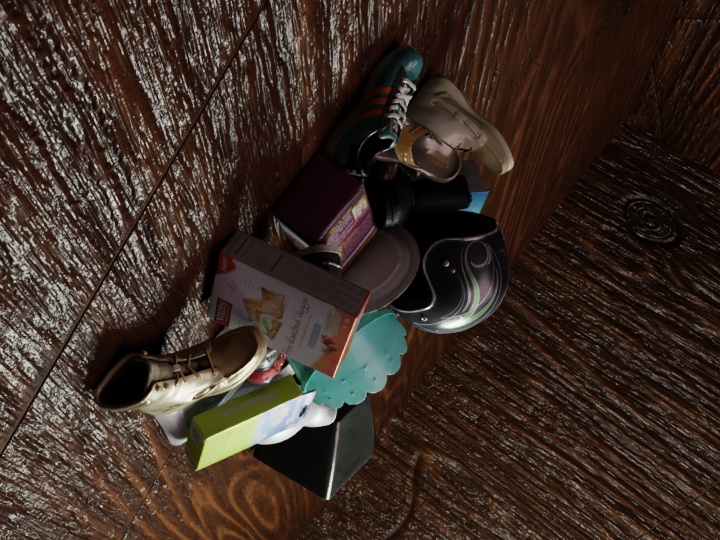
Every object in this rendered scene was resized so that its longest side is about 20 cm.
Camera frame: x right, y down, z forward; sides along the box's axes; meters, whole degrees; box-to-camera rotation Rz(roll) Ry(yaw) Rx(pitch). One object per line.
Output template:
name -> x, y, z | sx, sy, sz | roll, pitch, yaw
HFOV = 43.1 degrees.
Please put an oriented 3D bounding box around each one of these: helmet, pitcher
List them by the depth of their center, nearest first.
helmet -> 0.148, 0.009, 1.524 | 0.200, 0.200, 0.191 | -33, 129, -54
pitcher -> -0.166, 0.252, 1.663 | 0.200, 0.171, 0.121 | 5, 78, -56

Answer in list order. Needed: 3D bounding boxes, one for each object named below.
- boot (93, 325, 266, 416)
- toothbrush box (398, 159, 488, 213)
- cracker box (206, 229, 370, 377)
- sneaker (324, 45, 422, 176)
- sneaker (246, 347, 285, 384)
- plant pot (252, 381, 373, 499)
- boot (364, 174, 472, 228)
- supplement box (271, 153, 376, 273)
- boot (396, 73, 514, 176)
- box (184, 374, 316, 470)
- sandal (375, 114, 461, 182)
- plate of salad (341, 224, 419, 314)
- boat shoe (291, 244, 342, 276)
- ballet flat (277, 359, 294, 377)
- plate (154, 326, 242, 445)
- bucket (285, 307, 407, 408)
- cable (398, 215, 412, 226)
boot -> -0.230, 0.127, 1.181 | 0.200, 0.073, 0.155 | -26, 164, 8
toothbrush box -> 0.136, -0.107, 1.719 | 0.146, 0.085, 0.200 | -5, 142, -17
cracker box -> -0.100, 0.046, 1.228 | 0.058, 0.200, 0.134 | -59, 172, -45
sneaker -> 0.036, -0.218, 1.282 | 0.200, 0.080, 0.071 | -56, 145, 5
sneaker -> -0.131, 0.077, 1.421 | 0.098, 0.071, 0.200 | 89, 21, -46
plant pot -> -0.086, 0.330, 1.953 | 0.200, 0.199, 0.178 | -35, 144, -51
boot -> 0.097, -0.114, 1.456 | 0.198, 0.162, 0.073 | -125, -147, -76
supplement box -> -0.049, -0.074, 1.352 | 0.110, 0.086, 0.200 | -52, 165, -8
boot -> 0.139, -0.197, 1.472 | 0.155, 0.200, 0.072 | -47, -171, -21
box -> -0.176, 0.239, 1.459 | 0.200, 0.048, 0.122 | -21, 153, -30
sandal -> 0.079, -0.186, 1.374 | 0.054, 0.200, 0.080 | 31, -82, 61
plate of salad -> 0.000, 0.000, 1.460 | 0.200, 0.200, 0.048 | -48, 141, -22
boat shoe -> -0.102, 0.022, 1.297 | 0.072, 0.068, 0.200 | 3, 162, -44
ballet flat -> -0.109, 0.116, 1.639 | 0.200, 0.069, 0.069 | -56, 165, 18
plate -> -0.236, 0.182, 1.442 | 0.200, 0.032, 0.200 | -49, 164, -21
bucket -> -0.036, 0.112, 1.523 | 0.207, 0.207, 0.135 | -49, 126, -20
cable -> 0.083, -0.056, 1.639 | 0.200, 0.069, 0.200 | -3, 142, -13
